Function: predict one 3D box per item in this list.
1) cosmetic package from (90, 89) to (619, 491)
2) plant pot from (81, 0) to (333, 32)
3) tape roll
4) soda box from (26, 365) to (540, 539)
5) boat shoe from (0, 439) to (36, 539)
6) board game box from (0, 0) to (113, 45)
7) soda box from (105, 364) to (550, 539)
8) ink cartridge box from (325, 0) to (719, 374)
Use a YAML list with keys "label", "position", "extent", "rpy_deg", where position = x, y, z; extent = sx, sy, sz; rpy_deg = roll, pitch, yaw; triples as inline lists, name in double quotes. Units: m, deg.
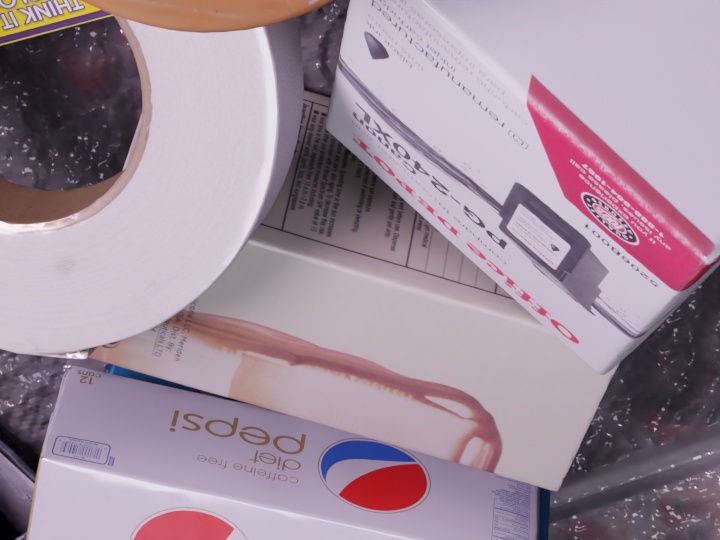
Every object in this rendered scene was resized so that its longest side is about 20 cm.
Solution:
- label: "cosmetic package"
  position: [0.000, 0.000, 0.960]
  extent: [0.199, 0.104, 0.087]
  rpy_deg: [17, 130, -3]
- label: "plant pot"
  position: [-0.053, -0.156, 0.690]
  extent: [0.199, 0.140, 0.201]
  rpy_deg: [-8, 120, -13]
- label: "tape roll"
  position: [-0.119, -0.068, 0.860]
  extent: [0.202, 0.037, 0.203]
  rpy_deg: [5, 114, 12]
- label: "soda box"
  position: [-0.031, 0.102, 0.983]
  extent: [0.199, 0.064, 0.068]
  rpy_deg: [13, 124, -2]
- label: "boat shoe"
  position: [-0.141, 0.131, 1.078]
  extent: [0.200, 0.072, 0.068]
  rpy_deg: [46, 125, 6]
- label: "board game box"
  position: [-0.131, -0.167, 0.877]
  extent: [0.199, 0.057, 0.166]
  rpy_deg: [-12, 127, 16]
- label: "soda box"
  position: [-0.021, 0.093, 1.056]
  extent: [0.199, 0.068, 0.064]
  rpy_deg: [19, 126, -7]
- label: "ink cartridge box"
  position: [0.070, -0.054, 0.821]
  extent: [0.145, 0.083, 0.200]
  rpy_deg: [42, 168, 6]
